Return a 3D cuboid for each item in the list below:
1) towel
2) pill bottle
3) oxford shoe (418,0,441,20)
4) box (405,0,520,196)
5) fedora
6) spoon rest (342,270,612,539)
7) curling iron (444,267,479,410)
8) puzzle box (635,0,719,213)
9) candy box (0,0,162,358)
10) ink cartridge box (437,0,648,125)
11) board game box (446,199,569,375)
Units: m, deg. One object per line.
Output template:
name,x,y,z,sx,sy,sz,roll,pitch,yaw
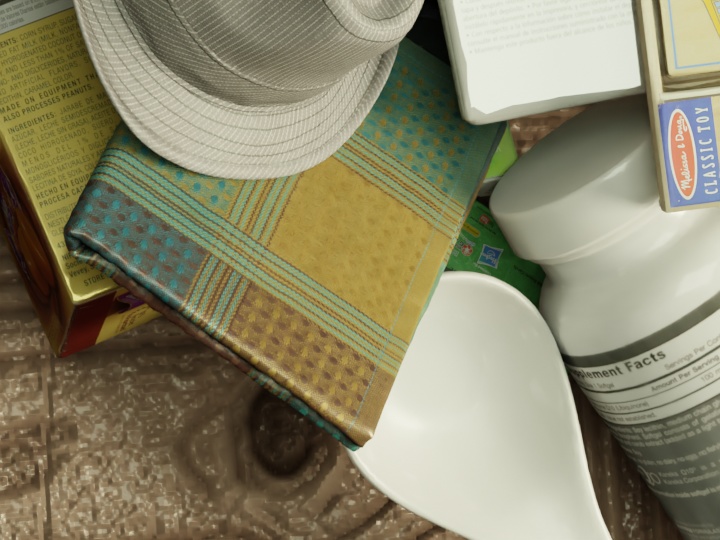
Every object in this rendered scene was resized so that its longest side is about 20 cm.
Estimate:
towel,-0.026,-0.038,1.068,0.146,0.022,0.200,36,45,-12
pill bottle,0.147,0.027,1.144,0.116,0.116,0.200,-39,106,-13
oxford shoe,0.020,-0.152,1.131,0.200,0.071,0.073,35,75,-8
box,-0.025,-0.118,1.162,0.144,0.036,0.201,-13,83,-19
fedora,-0.024,-0.140,1.013,0.176,0.090,0.201,6,77,-42
spoon rest,0.063,0.085,1.130,0.099,0.061,0.200,-40,118,-7
curling iron,0.000,0.000,1.124,0.200,0.026,0.050,34,82,-29
puzzle box,0.170,-0.129,1.052,0.132,0.025,0.201,-8,94,3
candy box,-0.136,-0.073,1.098,0.056,0.117,0.201,-21,82,-14
ink cartridge box,0.122,-0.161,1.085,0.199,0.044,0.174,-11,93,2
board game box,0.004,-0.001,1.181,0.200,0.023,0.105,35,76,-7
